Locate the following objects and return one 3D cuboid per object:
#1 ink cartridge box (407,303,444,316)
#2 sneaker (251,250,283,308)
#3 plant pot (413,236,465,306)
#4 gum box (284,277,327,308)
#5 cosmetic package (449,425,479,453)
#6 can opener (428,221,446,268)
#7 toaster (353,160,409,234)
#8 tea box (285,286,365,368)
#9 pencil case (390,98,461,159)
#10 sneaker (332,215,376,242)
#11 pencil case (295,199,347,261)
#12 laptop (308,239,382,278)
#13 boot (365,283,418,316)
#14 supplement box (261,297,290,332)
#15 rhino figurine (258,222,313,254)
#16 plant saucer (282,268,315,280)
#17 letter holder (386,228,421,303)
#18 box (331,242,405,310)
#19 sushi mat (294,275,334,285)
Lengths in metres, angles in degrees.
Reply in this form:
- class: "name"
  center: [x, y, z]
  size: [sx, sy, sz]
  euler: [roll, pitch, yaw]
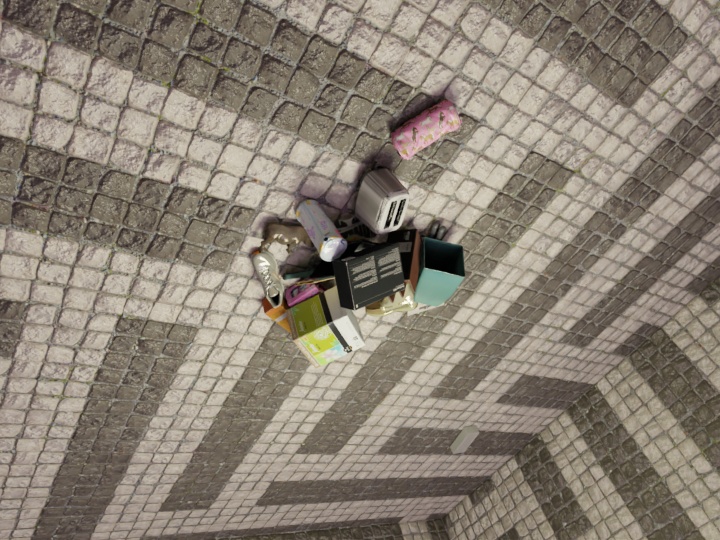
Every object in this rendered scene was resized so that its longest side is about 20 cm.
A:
- class: "ink cartridge box"
  center: [0.241, 0.070, 1.972]
  size: [0.158, 0.051, 0.202]
  euler: [-15, 139, -10]
- class: "sneaker"
  center: [-0.282, 0.029, 1.650]
  size: [0.075, 0.093, 0.202]
  euler: [-20, 129, -2]
- class: "plant pot"
  center: [0.249, 0.020, 1.788]
  size: [0.139, 0.143, 0.202]
  euler: [13, 137, -7]
- class: "gum box"
  center: [-0.161, 0.108, 1.808]
  size: [0.112, 0.067, 0.200]
  euler: [-31, 137, 9]
- class: "cosmetic package"
  center: [0.586, 0.956, 2.990]
  size: [0.081, 0.051, 0.202]
  euler: [1, 131, -28]
- class: "can opener"
  center: [0.252, -0.082, 1.832]
  size: [0.066, 0.052, 0.202]
  euler: [-38, 152, -39]
- class: "toaster"
  center: [0.065, -0.204, 1.545]
  size: [0.112, 0.129, 0.202]
  euler: [-17, 140, -35]
- class: "tea box"
  center: [-0.114, 0.192, 1.761]
  size: [0.194, 0.135, 0.201]
  euler: [-25, 139, 4]
- class: "pencil case"
  center: [0.181, -0.390, 1.465]
  size: [0.198, 0.083, 0.087]
  euler: [-32, 136, 7]
- class: "sneaker"
  center: [-0.035, -0.125, 1.644]
  size: [0.197, 0.080, 0.090]
  euler: [-8, 172, -32]
- class: "pencil case"
  center: [-0.115, -0.116, 1.512]
  size: [0.083, 0.201, 0.090]
  euler: [-45, 140, 13]
- class: "laptop"
  center: [-0.029, -0.024, 1.636]
  size: [0.197, 0.118, 0.186]
  euler: [10, 170, -32]
- class: "boot"
  center: [0.095, 0.083, 1.893]
  size: [0.196, 0.073, 0.156]
  euler: [-10, 127, 15]
- class: "supplement box"
  center: [-0.251, 0.156, 1.816]
  size: [0.068, 0.067, 0.200]
  euler: [-34, 136, 11]
- class: "rhino figurine"
  center: [-0.204, -0.098, 1.592]
  size: [0.197, 0.060, 0.088]
  euler: [3, 129, -30]
- class: "plant saucer"
  center: [-0.155, 0.006, 1.720]
  size: [0.196, 0.070, 0.019]
  euler: [-10, 95, -15]
- class: "letter holder"
  center: [0.141, -0.010, 1.716]
  size: [0.099, 0.203, 0.143]
  euler: [-3, 143, 22]
- class: "box"
  center: [0.027, 0.013, 1.518]
  size: [0.198, 0.078, 0.144]
  euler: [-20, 104, -35]
- class: "sushi mat"
  center: [-0.111, 0.024, 1.695]
  size: [0.095, 0.012, 0.198]
  euler: [-10, -178, 41]
